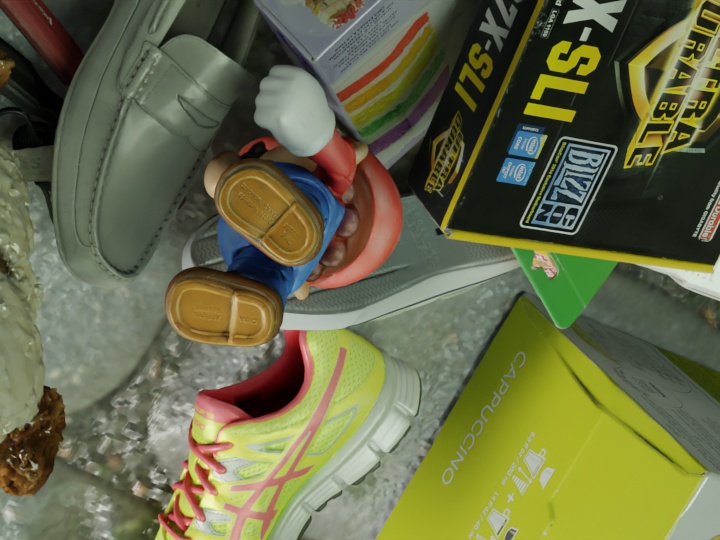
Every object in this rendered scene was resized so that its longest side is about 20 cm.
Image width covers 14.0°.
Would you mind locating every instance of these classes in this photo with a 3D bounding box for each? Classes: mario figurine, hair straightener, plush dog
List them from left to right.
[{"bbox_3d":[-0.189,0.009,1.274,0.199,0.172,0.160,28,120,-38],"label":"plush dog"},{"bbox_3d":[-0.150,-0.072,1.364,0.077,0.041,0.200,-30,136,12],"label":"hair straightener"},{"bbox_3d":[-0.051,-0.025,1.320,0.123,0.200,0.106,-27,94,11],"label":"mario figurine"}]

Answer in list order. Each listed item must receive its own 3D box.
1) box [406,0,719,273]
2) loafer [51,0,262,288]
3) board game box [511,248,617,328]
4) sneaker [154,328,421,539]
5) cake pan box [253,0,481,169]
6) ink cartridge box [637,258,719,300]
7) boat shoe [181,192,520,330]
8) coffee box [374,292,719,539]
[{"bbox_3d":[0.128,-0.101,1.320,0.159,0.049,0.201,8,118,-31],"label":"box"},{"bbox_3d":[-0.084,-0.088,1.314,0.070,0.069,0.201,27,74,-50],"label":"loafer"},{"bbox_3d":[0.131,-0.073,1.473,0.200,0.030,0.096,-54,133,-25],"label":"board game box"},{"bbox_3d":[-0.065,0.101,1.488,0.200,0.078,0.090,-49,121,-3],"label":"sneaker"},{"bbox_3d":[0.051,-0.149,1.358,0.200,0.052,0.184,-42,165,-4],"label":"cake pan box"},{"bbox_3d":[0.195,-0.087,1.457,0.175,0.045,0.201,19,99,-18],"label":"ink cartridge box"},{"bbox_3d":[0.000,0.000,1.459,0.199,0.074,0.067,-6,158,-24],"label":"boat shoe"},{"bbox_3d":[0.149,0.164,1.555,0.197,0.200,0.200,21,105,-35],"label":"coffee box"}]
